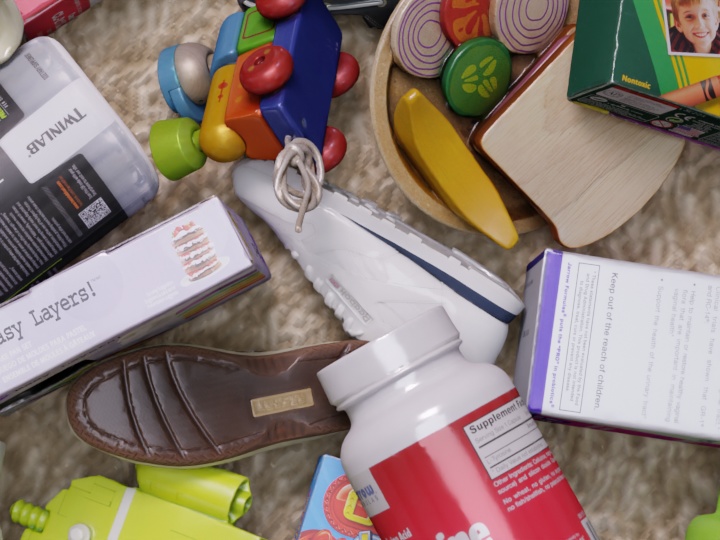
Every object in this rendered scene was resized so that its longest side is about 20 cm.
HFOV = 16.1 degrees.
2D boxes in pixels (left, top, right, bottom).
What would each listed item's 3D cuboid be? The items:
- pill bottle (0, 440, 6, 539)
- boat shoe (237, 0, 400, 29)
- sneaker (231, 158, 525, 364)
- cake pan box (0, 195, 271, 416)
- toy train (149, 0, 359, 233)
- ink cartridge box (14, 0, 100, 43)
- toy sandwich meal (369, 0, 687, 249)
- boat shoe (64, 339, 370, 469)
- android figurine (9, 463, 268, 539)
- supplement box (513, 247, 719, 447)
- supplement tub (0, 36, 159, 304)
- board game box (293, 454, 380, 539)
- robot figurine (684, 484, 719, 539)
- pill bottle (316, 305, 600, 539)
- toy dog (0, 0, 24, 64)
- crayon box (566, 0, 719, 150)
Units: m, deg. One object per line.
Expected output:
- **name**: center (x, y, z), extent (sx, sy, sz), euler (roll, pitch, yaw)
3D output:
- **pill bottle**: center (-0.277, 0.192, 1.511), extent (0.116, 0.116, 0.200), euler (10, 84, -1)
- **boat shoe**: center (0.021, -0.186, 1.595), extent (0.200, 0.072, 0.068), euler (2, 122, -9)
- **sneaker**: center (0.000, 0.000, 1.567), extent (0.200, 0.076, 0.081), euler (32, 99, 4)
- **cake pan box**: center (-0.153, 0.025, 1.493), extent (0.200, 0.184, 0.052), euler (-27, 85, -2)
- **toy train**: center (-0.075, -0.081, 1.515), extent (0.116, 0.085, 0.200), euler (-17, 40, 23)
- **ink cartridge box**: center (-0.163, -0.256, 1.575), extent (0.200, 0.083, 0.146), euler (-33, 86, -5)
- **toy sandwich meal**: center (0.102, -0.102, 1.550), extent (0.205, 0.070, 0.205), euler (-5, 104, -22)
- **boat shoe**: center (-0.081, 0.082, 1.541), extent (0.202, 0.075, 0.075), euler (-1, 84, -16)
- **android figurine**: center (-0.132, 0.197, 1.528), extent (0.200, 0.041, 0.182), euler (20, 84, 19)
- **supplement box**: center (0.199, 0.053, 1.552), extent (0.200, 0.101, 0.103), euler (7, 84, -1)
- **supplement tub**: center (-0.231, -0.038, 1.532), extent (0.200, 0.123, 0.123), euler (-38, 87, -6)
- **board game box**: center (0.041, 0.234, 1.550), extent (0.200, 0.056, 0.196), euler (17, 84, -1)
- **robot figurine**: center (0.249, 0.216, 1.528), extent (0.175, 0.116, 0.200), euler (4, 89, -17)
- **pill bottle**: center (0.059, 0.127, 1.477), extent (0.112, 0.112, 0.200), euler (-29, 86, -5)
- **toy dog**: center (-0.320, -0.204, 1.506), extent (0.139, 0.194, 0.200), euler (-33, 46, -8)
- **crayon box**: center (0.233, -0.162, 1.550), extent (0.200, 0.058, 0.173), euler (15, 75, -24)
